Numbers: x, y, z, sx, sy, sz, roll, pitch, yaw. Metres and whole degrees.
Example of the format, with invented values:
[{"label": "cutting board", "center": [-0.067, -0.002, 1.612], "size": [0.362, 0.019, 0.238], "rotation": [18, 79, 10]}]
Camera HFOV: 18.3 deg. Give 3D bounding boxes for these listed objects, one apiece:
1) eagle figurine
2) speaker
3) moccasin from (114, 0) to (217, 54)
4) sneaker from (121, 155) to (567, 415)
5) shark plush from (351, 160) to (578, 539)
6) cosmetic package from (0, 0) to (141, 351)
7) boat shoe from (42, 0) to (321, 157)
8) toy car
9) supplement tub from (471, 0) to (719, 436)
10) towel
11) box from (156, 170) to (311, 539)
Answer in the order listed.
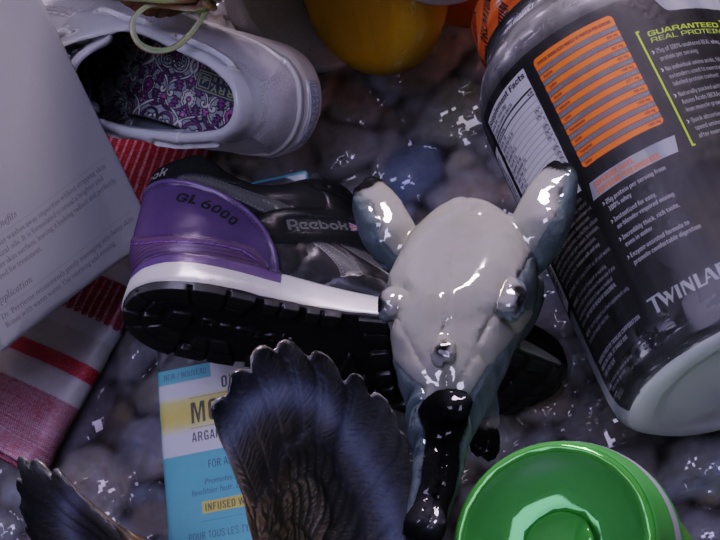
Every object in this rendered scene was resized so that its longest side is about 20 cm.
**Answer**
[{"label": "eagle figurine", "center": [-0.041, 0.149, 0.903], "size": [0.151, 0.151, 0.201], "rotation": [-6, 60, -25]}, {"label": "speaker", "center": [0.096, 0.127, 0.853], "size": [0.088, 0.200, 0.089], "rotation": [-6, 68, 16]}, {"label": "moccasin", "center": [-0.084, -0.143, 0.990], "size": [0.073, 0.078, 0.201], "rotation": [-29, 28, -35]}, {"label": "sneaker", "center": [0.000, 0.000, 0.966], "size": [0.199, 0.076, 0.088], "rotation": [16, 56, -17]}, {"label": "shark plush", "center": [0.050, 0.033, 0.848], "size": [0.090, 0.084, 0.200], "rotation": [-11, 32, 4]}, {"label": "cosmetic package", "center": [-0.189, -0.072, 0.986], "size": [0.081, 0.201, 0.113], "rotation": [-11, 20, 43]}, {"label": "boat shoe", "center": [-0.113, -0.091, 1.040], "size": [0.199, 0.068, 0.072], "rotation": [24, 105, 32]}, {"label": "toy car", "center": [0.011, -0.196, 1.031], "size": [0.150, 0.175, 0.201], "rotation": [-25, 94, -33]}, {"label": "supplement tub", "center": [0.127, -0.041, 0.949], "size": [0.122, 0.123, 0.201], "rotation": [-26, 64, 8]}, {"label": "towel", "center": [-0.166, -0.015, 1.095], "size": [0.143, 0.023, 0.201], "rotation": [23, 79, 24]}, {"label": "box", "center": [-0.045, 0.061, 1.010], "size": [0.082, 0.049, 0.201], "rotation": [-12, 68, 14]}]
